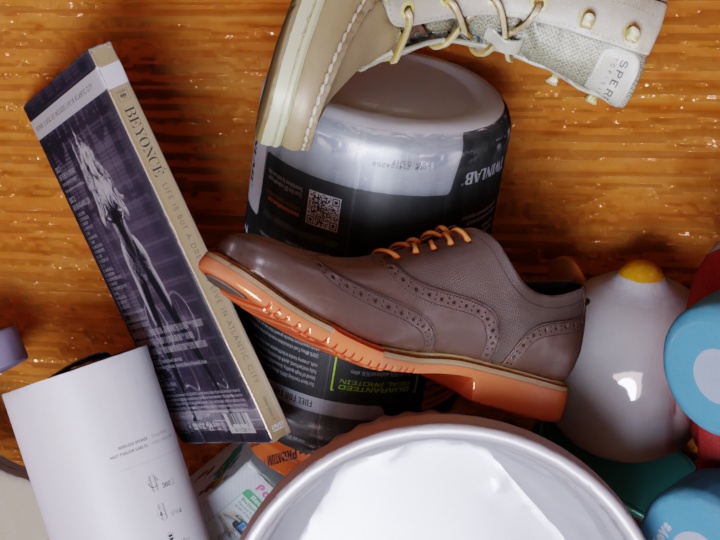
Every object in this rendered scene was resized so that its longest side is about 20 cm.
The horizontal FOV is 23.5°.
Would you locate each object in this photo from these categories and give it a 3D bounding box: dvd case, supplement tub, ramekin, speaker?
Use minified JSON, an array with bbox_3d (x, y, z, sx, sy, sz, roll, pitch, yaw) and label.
[{"bbox_3d":[-0.105,-0.006,0.864,0.016,0.149,0.201,-27,95,-22],"label":"dvd case"},{"bbox_3d":[0.000,0.000,0.858,0.122,0.123,0.201,13,116,7],"label":"supplement tub"},{"bbox_3d":[0.034,0.157,0.789,0.198,0.105,0.202,0,97,-3],"label":"ramekin"},{"bbox_3d":[-0.116,0.142,0.889,0.081,0.081,0.201,-19,91,20],"label":"speaker"}]

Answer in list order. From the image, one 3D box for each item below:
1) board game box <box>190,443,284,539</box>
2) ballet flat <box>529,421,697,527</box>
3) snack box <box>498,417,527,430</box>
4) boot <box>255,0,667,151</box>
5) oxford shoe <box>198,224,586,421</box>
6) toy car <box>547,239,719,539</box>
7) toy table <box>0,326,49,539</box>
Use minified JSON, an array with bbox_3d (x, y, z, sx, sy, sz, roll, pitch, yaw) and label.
[{"bbox_3d":[-0.071,0.197,0.998,0.148,0.064,0.200,46,117,-10],"label":"board game box"},{"bbox_3d":[0.176,0.136,0.911,0.199,0.069,0.063,20,131,5],"label":"ballet flat"},{"bbox_3d":[0.066,0.198,0.881,0.142,0.053,0.201,-29,96,-8],"label":"snack box"},{"bbox_3d":[0.052,-0.110,0.768,0.154,0.201,0.072,29,152,-4],"label":"boot"},{"bbox_3d":[0.018,0.008,0.765,0.199,0.071,0.073,19,92,-36],"label":"oxford shoe"},{"bbox_3d":[0.154,0.037,0.839,0.199,0.184,0.178,22,121,35],"label":"toy car"},{"bbox_3d":[-0.252,0.121,0.957,0.199,0.184,0.118,-25,90,31],"label":"toy table"}]
